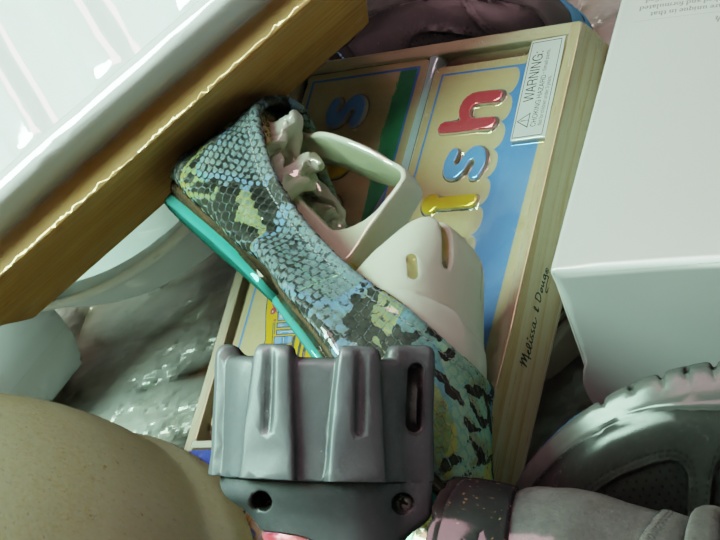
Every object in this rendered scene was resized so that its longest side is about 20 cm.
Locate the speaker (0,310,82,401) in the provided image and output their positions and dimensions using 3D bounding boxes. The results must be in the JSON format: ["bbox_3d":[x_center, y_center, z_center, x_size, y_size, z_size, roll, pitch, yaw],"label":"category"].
[{"bbox_3d":[-0.197,0.083,1.047,0.081,0.081,0.200,8,51,44],"label":"speaker"}]

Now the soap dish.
[{"bbox_3d":[-0.103,-0.090,0.949,0.200,0.081,0.158,-41,59,11],"label":"soap dish"}]

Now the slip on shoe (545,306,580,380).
[{"bbox_3d":[0.021,0.033,0.946,0.200,0.061,0.076,-40,28,-12],"label":"slip on shoe"}]

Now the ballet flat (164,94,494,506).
[{"bbox_3d":[0.000,0.000,0.856,0.074,0.074,0.200,-37,43,-6],"label":"ballet flat"}]

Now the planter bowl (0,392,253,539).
[{"bbox_3d":[-0.150,0.121,0.864,0.200,0.135,0.201,-29,44,33],"label":"planter bowl"}]

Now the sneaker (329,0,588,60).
[{"bbox_3d":[0.002,-0.067,1.090,0.199,0.073,0.082,-9,66,29],"label":"sneaker"}]

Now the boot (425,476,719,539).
[{"bbox_3d":[0.077,0.153,0.729,0.131,0.070,0.201,4,79,13],"label":"boot"}]

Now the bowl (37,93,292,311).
[{"bbox_3d":[-0.097,-0.068,1.040,0.200,0.090,0.202,-10,69,26],"label":"bowl"}]

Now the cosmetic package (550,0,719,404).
[{"bbox_3d":[0.131,-0.034,0.904,0.084,0.108,0.200,-5,44,21],"label":"cosmetic package"}]

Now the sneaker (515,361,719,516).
[{"bbox_3d":[0.138,0.072,0.793,0.199,0.073,0.082,-12,55,21],"label":"sneaker"}]

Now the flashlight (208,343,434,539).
[{"bbox_3d":[-0.020,0.121,0.758,0.068,0.068,0.201,-2,87,43],"label":"flashlight"}]

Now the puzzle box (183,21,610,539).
[{"bbox_3d":[0.008,0.013,0.909,0.133,0.025,0.201,-6,59,40],"label":"puzzle box"}]
